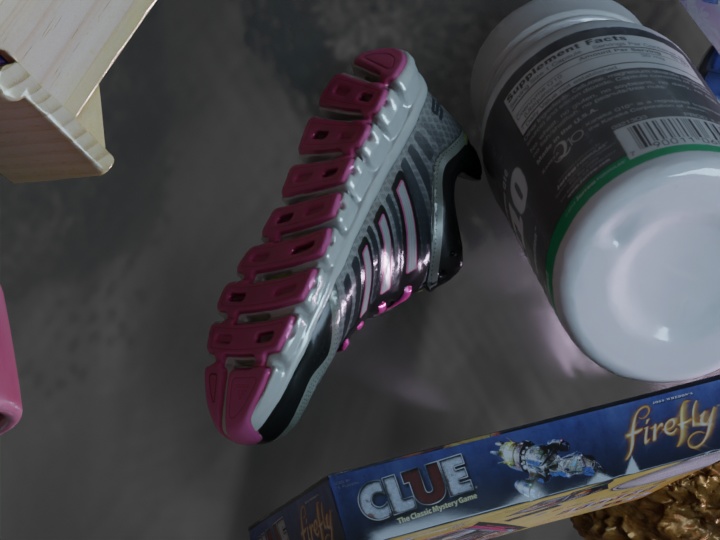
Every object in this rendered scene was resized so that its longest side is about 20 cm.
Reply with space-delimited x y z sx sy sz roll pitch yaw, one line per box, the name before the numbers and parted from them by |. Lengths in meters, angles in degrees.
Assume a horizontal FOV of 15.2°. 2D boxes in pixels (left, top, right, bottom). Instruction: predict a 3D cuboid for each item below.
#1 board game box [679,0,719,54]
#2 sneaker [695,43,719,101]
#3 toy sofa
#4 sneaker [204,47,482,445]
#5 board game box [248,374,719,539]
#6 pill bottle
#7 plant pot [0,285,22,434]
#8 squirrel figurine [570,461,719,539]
board game box | 0.215 -0.203 1.363 0.199 0.041 0.200 -30 79 -35
sneaker | 0.185 -0.053 1.332 0.074 0.082 0.200 19 41 -7
toy sofa | -0.109 -0.140 1.129 0.098 0.083 0.200 44 65 -27
sneaker | 0.000 0.000 1.233 0.087 0.074 0.200 37 65 -29
board game box | 0.061 0.097 1.215 0.199 0.135 0.035 -13 79 -21
pill bottle | 0.119 -0.045 1.239 0.113 0.200 0.113 -6 120 -10
plant pot | -0.233 -0.016 0.973 0.200 0.200 0.180 -3 79 -40
squirrel figurine | 0.205 0.109 1.350 0.199 0.142 0.187 -18 139 -12
